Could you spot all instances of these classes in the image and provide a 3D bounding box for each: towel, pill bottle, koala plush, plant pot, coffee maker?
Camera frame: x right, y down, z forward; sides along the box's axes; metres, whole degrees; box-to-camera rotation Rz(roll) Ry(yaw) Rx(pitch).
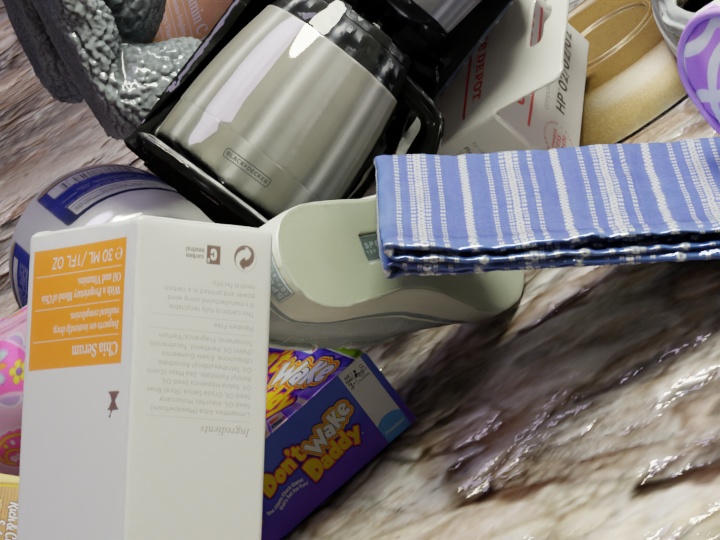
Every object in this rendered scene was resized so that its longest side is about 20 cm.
[{"bbox_3d":[0.106,-0.035,1.246,0.199,0.024,0.145,-3,20,1],"label":"towel"},{"bbox_3d":[-0.127,0.009,1.585,0.120,0.120,0.200,-39,17,-6],"label":"pill bottle"},{"bbox_3d":[-0.101,-0.200,1.542,0.200,0.184,0.177,-30,26,-13],"label":"koala plush"},{"bbox_3d":[0.141,-0.121,1.554,0.200,0.028,0.200,-34,17,12],"label":"plant pot"},{"bbox_3d":[-0.023,-0.114,1.423,0.200,0.135,0.192,-53,27,-4],"label":"coffee maker"}]

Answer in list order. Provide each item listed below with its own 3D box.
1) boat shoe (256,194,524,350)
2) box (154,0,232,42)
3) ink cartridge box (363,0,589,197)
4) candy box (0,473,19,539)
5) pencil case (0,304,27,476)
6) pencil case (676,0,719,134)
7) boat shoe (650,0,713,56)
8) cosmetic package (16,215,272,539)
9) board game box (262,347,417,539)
[{"bbox_3d":[0.000,0.001,1.323,0.071,0.070,0.201,-26,-13,35],"label":"boat shoe"},{"bbox_3d":[-0.017,-0.136,1.612,0.200,0.097,0.125,-31,48,16],"label":"box"},{"bbox_3d":[0.054,-0.077,1.481,0.200,0.068,0.115,-30,35,34],"label":"ink cartridge box"},{"bbox_3d":[-0.231,0.146,1.333,0.199,0.055,0.116,8,42,8],"label":"candy box"},{"bbox_3d":[-0.171,0.057,1.452,0.200,0.088,0.087,-26,20,30],"label":"pencil case"},{"bbox_3d":[0.234,-0.129,1.264,0.200,0.084,0.086,-38,-7,-25],"label":"pencil case"},{"bbox_3d":[0.191,-0.137,1.402,0.074,0.065,0.202,-30,23,1],"label":"boat shoe"},{"bbox_3d":[-0.097,0.081,1.222,0.071,0.201,0.101,6,-8,-34],"label":"cosmetic package"},{"bbox_3d":[-0.069,0.087,1.396,0.134,0.045,0.200,-41,18,-12],"label":"board game box"}]
